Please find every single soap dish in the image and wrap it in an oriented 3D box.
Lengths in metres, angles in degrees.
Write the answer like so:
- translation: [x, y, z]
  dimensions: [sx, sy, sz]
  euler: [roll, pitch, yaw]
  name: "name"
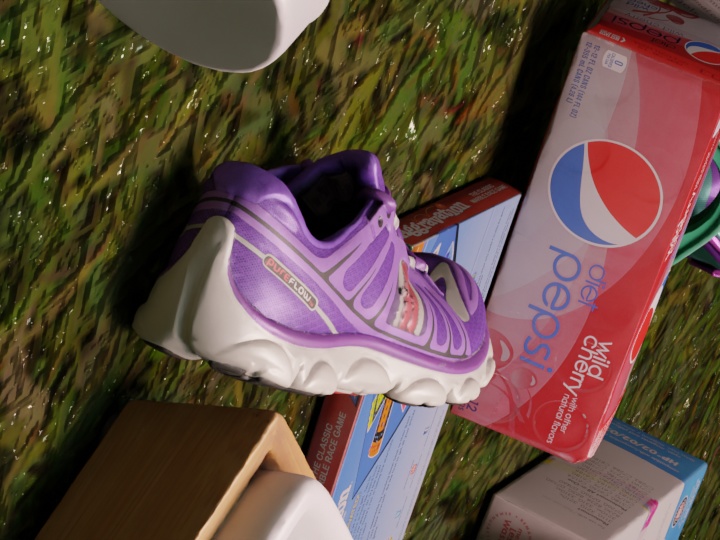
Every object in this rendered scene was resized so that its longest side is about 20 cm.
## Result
- translation: [-0.081, 0.151, 0.847]
  dimensions: [0.200, 0.081, 0.157]
  euler: [-57, 159, -16]
  name: "soap dish"

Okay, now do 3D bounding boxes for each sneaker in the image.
- translation: [0.000, 0.000, 0.863]
  dimensions: [0.200, 0.081, 0.083]
  euler: [8, 102, -66]
  name: "sneaker"

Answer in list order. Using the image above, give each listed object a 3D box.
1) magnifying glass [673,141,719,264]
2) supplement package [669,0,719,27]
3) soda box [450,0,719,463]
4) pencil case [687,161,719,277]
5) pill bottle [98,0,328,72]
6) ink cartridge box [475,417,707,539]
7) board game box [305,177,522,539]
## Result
- translation: [0.117, -0.002, 1.156]
  dimensions: [0.022, 0.080, 0.200]
  euler: [-78, -172, -47]
  name: "magnifying glass"
- translation: [0.212, -0.164, 0.991]
  dimensions: [0.117, 0.117, 0.200]
  euler: [-54, -174, -21]
  name: "supplement package"
- translation: [0.104, -0.017, 1.067]
  dimensions: [0.063, 0.070, 0.200]
  euler: [-53, 163, -58]
  name: "soda box"
- translation: [0.202, -0.093, 1.209]
  dimensions: [0.200, 0.085, 0.092]
  euler: [-57, 141, -13]
  name: "pencil case"
- translation: [0.004, -0.149, 0.644]
  dimensions: [0.200, 0.109, 0.109]
  euler: [-52, 156, -26]
  name: "pill bottle"
- translation: [0.105, 0.164, 1.316]
  dimensions: [0.200, 0.068, 0.115]
  euler: [-24, 137, -59]
  name: "ink cartridge box"
- translation: [0.010, 0.062, 1.040]
  dimensions: [0.103, 0.019, 0.200]
  euler: [-28, 140, -59]
  name: "board game box"
